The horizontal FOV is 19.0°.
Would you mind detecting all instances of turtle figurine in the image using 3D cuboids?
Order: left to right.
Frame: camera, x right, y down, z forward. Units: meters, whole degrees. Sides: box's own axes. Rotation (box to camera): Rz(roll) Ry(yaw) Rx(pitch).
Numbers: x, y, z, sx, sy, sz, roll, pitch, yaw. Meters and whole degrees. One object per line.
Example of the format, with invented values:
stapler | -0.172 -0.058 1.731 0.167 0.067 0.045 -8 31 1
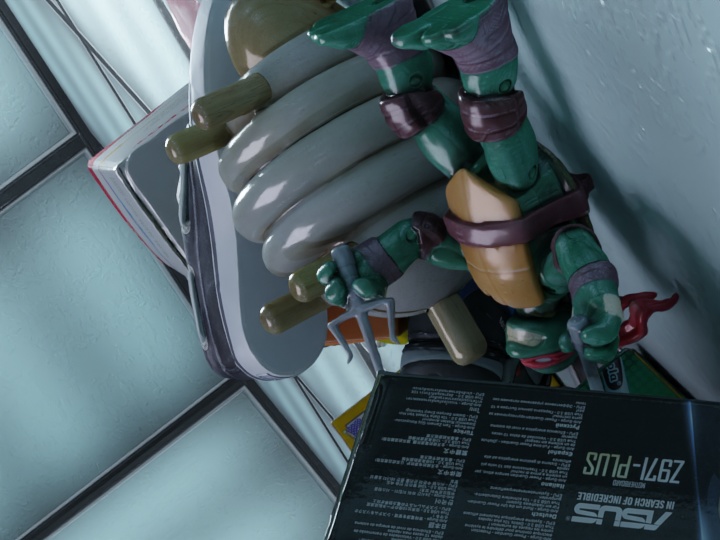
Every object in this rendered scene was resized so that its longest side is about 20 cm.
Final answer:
turtle figurine | 0.051 -0.016 0.885 0.149 0.101 0.201 -5 115 39

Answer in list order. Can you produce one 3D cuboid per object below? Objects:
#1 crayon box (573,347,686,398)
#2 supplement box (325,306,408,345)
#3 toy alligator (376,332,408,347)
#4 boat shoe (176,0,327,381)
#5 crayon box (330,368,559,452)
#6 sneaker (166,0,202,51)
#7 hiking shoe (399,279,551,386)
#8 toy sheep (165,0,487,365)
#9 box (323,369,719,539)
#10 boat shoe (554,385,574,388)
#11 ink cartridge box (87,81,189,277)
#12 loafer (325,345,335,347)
crayon box | 0.177 0.141 1.004 0.200 0.058 0.119 47 171 40
supplement box | 0.000 0.000 1.185 0.200 0.068 0.067 -31 -64 -83
toy alligator | 0.034 0.020 1.385 0.054 0.060 0.200 11 165 6
boat shoe | -0.061 -0.046 1.063 0.068 0.071 0.202 -6 91 51
crayon box | 0.089 0.136 1.272 0.201 0.125 0.052 53 173 7
sneaker | -0.087 -0.174 1.126 0.200 0.075 0.105 52 179 45
hiking shoe | 0.068 0.024 1.156 0.200 0.074 0.088 20 -104 -82
toy sheep | -0.002 -0.043 0.982 0.201 0.137 0.138 62 173 4
box | 0.108 0.125 0.850 0.198 0.087 0.164 4 147 24
boat shoe | 0.158 0.150 1.151 0.066 0.074 0.201 -18 95 55
ink cartridge box | -0.073 -0.072 1.245 0.086 0.147 0.200 54 174 -12
loafer | -0.045 -0.015 1.359 0.201 0.072 0.073 -98 -11 -56
